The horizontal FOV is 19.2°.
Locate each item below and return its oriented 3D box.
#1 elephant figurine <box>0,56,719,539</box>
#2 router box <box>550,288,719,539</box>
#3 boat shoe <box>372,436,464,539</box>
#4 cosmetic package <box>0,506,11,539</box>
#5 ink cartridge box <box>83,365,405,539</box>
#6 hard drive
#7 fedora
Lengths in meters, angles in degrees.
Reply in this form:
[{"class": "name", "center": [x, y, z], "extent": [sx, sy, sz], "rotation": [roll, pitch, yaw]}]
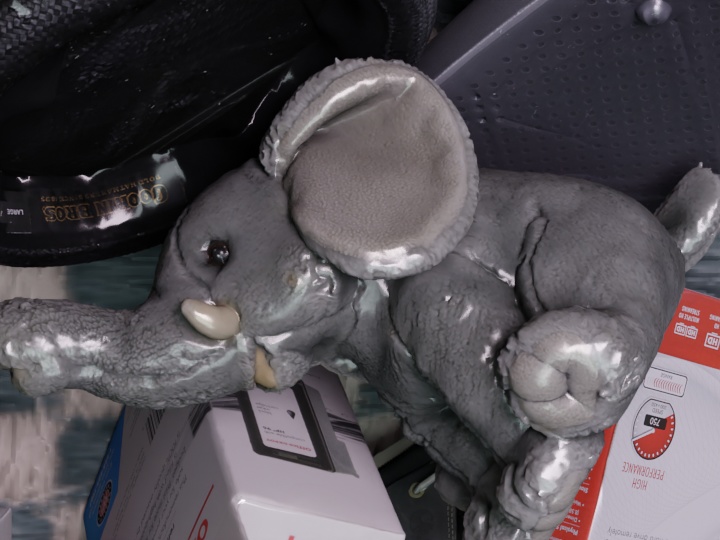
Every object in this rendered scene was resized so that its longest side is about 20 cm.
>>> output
[{"class": "elephant figurine", "center": [0.000, 0.000, 0.722], "extent": [0.200, 0.155, 0.142], "rotation": [29, 113, 6]}, {"class": "router box", "center": [0.144, 0.106, 0.849], "extent": [0.200, 0.049, 0.180], "rotation": [15, 88, -39]}, {"class": "boat shoe", "center": [0.027, 0.113, 0.875], "extent": [0.200, 0.068, 0.072], "rotation": [-40, 124, 3]}, {"class": "cosmetic package", "center": [-0.227, 0.136, 0.750], "extent": [0.200, 0.090, 0.107], "rotation": [0, 97, 2]}, {"class": "ink cartridge box", "center": [-0.045, 0.106, 0.785], "extent": [0.068, 0.200, 0.116], "rotation": [15, 112, -20]}, {"class": "hard drive", "center": [0.084, -0.057, 0.771], "extent": [0.135, 0.042, 0.200], "rotation": [22, 144, -25]}, {"class": "fedora", "center": [-0.078, -0.087, 0.724], "extent": [0.200, 0.092, 0.201], "rotation": [-20, 154, -10]}]
